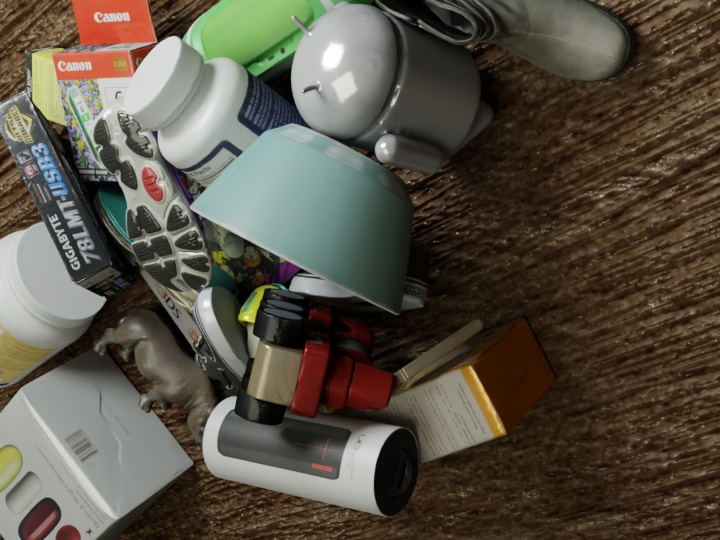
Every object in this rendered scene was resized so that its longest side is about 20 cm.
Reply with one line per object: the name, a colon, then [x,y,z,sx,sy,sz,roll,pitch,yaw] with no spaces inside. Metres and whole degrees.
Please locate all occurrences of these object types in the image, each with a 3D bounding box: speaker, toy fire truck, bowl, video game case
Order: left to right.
video game case: [-0.165,-0.030,1.219,0.200,0.036,0.182,-38,86,36]
speaker: [-0.079,-0.237,1.056,0.199,0.088,0.089,-25,94,36]
speaker: [-0.046,0.170,1.038,0.198,0.081,0.082,6,111,33]
bowl: [-0.034,-0.053,0.954,0.200,0.201,0.106,26,90,22]
toy fire truck: [-0.002,0.078,1.034,0.198,0.176,0.130,14,96,-4]

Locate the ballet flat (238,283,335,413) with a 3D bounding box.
ballet flat: [-0.071,0.109,1.165,0.066,0.067,0.201,-3,121,43]

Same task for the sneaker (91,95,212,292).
sneaker: [-0.185,-0.077,1.093,0.080,0.083,0.202,-9,108,25]

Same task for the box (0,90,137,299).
box: [-0.315,-0.073,1.207,0.049,0.199,0.201,-27,87,-8]

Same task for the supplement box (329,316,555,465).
supplement box: [0.070,0.127,1.073,0.199,0.126,0.074,-27,94,36]

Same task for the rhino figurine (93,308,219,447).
rhino figurine: [-0.215,0.129,1.296,0.087,0.060,0.200,-42,86,25]

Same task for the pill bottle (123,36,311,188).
pill bottle: [-0.117,-0.126,1.046,0.110,0.112,0.199,-27,133,36]

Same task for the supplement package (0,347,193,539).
supplement package: [-0.352,0.241,1.372,0.192,0.147,0.200,50,125,6]

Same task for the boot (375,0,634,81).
boot: [0.114,-0.198,0.918,0.199,0.130,0.068,28,120,21]

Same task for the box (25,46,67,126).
box: [-0.278,-0.185,1.224,0.199,0.050,0.076,20,118,26]

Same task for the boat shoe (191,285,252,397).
boat shoe: [-0.141,0.088,1.174,0.066,0.200,0.070,-13,57,11]

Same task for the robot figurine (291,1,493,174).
robot figurine: [0.023,-0.155,0.952,0.113,0.199,0.171,-43,51,34]

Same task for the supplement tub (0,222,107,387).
supplement tub: [-0.404,0.041,1.331,0.199,0.145,0.146,-31,90,36]

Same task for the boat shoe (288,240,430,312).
boat shoe: [-0.002,-0.001,1.097,0.199,0.073,0.069,-7,67,60]

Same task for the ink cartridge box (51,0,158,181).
ink cartridge box: [-0.254,-0.192,1.141,0.108,0.050,0.202,4,113,30]

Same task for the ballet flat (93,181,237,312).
ballet flat: [-0.216,-0.013,1.197,0.200,0.067,0.063,41,135,12]
